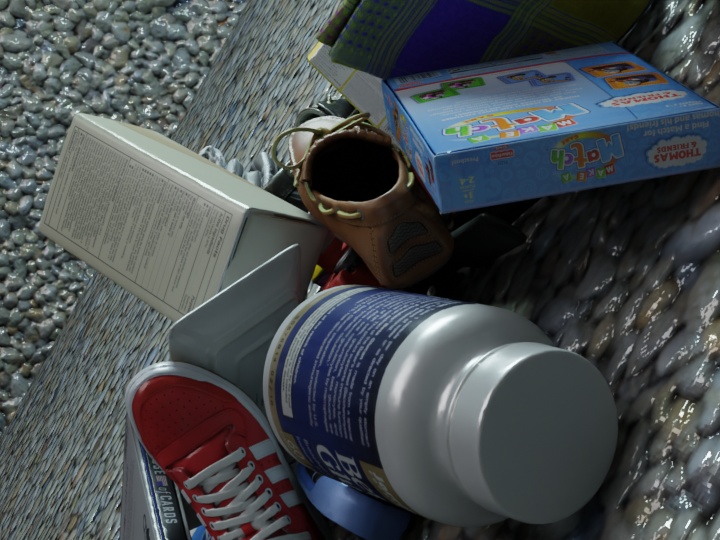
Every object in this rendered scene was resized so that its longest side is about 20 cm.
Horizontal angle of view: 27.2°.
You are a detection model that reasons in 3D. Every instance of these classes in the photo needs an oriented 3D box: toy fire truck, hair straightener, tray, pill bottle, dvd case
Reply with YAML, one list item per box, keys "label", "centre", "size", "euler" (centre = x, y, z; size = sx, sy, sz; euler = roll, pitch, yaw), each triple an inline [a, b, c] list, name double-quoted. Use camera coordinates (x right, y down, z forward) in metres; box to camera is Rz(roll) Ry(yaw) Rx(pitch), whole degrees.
- label: "toy fire truck"
  centre: [0.000, 0.000, 1.015]
  size: [0.141, 0.049, 0.200]
  euler: [-49, 8, 40]
- label: "hair straightener"
  centre: [0.054, -0.002, 1.006]
  size: [0.200, 0.041, 0.077]
  euler: [-33, 31, 60]
- label: "tray"
  centre: [-0.072, 0.083, 0.952]
  size: [0.107, 0.022, 0.200]
  euler: [-36, -34, -33]
- label: "pill bottle"
  centre: [0.038, 0.069, 0.768]
  size: [0.200, 0.111, 0.111]
  euler: [8, 68, 61]
- label: "dvd case"
  centre: [-0.133, 0.203, 0.962]
  size: [0.200, 0.025, 0.151]
  euler: [-117, 31, -59]

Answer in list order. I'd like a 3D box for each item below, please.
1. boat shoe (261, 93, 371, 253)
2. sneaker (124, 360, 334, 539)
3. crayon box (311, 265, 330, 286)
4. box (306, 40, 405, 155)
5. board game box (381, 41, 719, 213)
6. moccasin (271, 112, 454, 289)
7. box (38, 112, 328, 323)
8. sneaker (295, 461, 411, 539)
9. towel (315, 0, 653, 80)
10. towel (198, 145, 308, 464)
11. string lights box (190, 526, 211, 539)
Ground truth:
- label: "boat shoe"
  centre: [-0.014, -0.095, 1.077]
  size: [0.072, 0.071, 0.200]
  euler: [-48, 8, 40]
- label: "sneaker"
  centre: [-0.068, 0.148, 0.873]
  size: [0.071, 0.200, 0.113]
  euler: [-31, 28, 8]
- label: "crayon box"
  centre: [0.043, -0.093, 1.181]
  size: [0.200, 0.058, 0.173]
  euler: [-51, 19, 32]
- label: "box"
  centre: [0.067, -0.184, 1.018]
  size: [0.200, 0.117, 0.048]
  euler: [-50, -20, 18]
- label: "board game box"
  centre: [0.100, -0.086, 0.840]
  size: [0.200, 0.151, 0.037]
  euler: [-110, 11, -72]
- label: "moccasin"
  centre: [-0.007, -0.058, 0.905]
  size: [0.073, 0.078, 0.201]
  euler: [-27, 27, 1]
- label: "box"
  centre: [-0.124, -0.029, 1.005]
  size: [0.200, 0.078, 0.095]
  euler: [31, 104, 40]
- label: "sneaker"
  centre: [0.005, 0.097, 0.934]
  size: [0.078, 0.070, 0.200]
  euler: [-62, 14, 12]
- label: "towel"
  centre: [0.086, -0.159, 0.935]
  size: [0.144, 0.200, 0.023]
  euler: [-49, 46, 27]
- label: "towel"
  centre: [-0.076, 0.027, 1.135]
  size: [0.166, 0.085, 0.201]
  euler: [87, -179, -51]
- label: "string lights box"
  centre: [-0.116, 0.238, 1.079]
  size: [0.200, 0.059, 0.103]
  euler: [-57, 16, 11]
